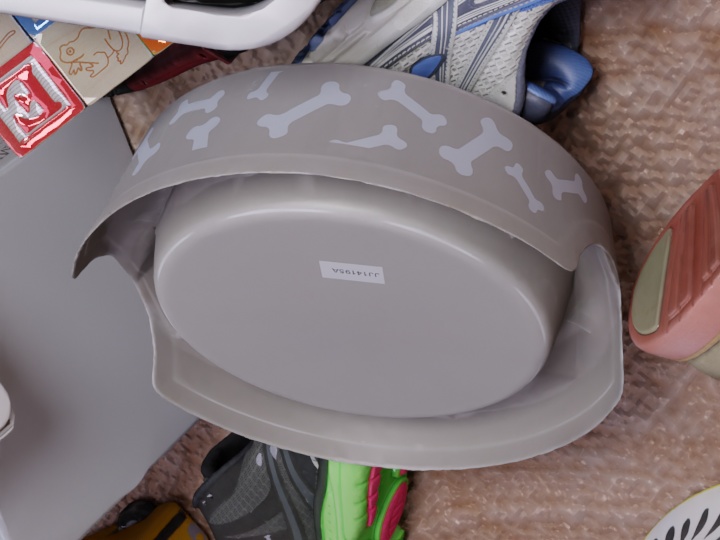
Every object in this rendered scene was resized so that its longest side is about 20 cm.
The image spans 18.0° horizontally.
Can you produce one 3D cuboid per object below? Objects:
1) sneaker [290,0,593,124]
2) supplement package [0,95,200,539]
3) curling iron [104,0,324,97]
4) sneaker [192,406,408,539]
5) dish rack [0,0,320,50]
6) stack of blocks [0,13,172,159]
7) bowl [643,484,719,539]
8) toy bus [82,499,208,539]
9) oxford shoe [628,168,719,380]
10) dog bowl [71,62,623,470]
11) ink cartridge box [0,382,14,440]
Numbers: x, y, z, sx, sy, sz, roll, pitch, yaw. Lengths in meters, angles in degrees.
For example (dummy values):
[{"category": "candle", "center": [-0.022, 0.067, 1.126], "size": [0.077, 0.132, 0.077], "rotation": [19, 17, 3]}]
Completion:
[{"category": "sneaker", "center": [0.031, -0.073, 0.798], "size": [0.085, 0.077, 0.200], "rotation": [42, 135, -4]}, {"category": "supplement package", "center": [-0.197, 0.030, 0.965], "size": [0.200, 0.152, 0.151], "rotation": [-3, 117, 35]}, {"category": "curling iron", "center": [-0.061, -0.088, 0.842], "size": [0.200, 0.050, 0.026], "rotation": [-8, 85, 54]}, {"category": "sneaker", "center": [-0.029, 0.108, 0.973], "size": [0.084, 0.077, 0.200], "rotation": [29, 123, 22]}, {"category": "dish rack", "center": [-0.098, -0.165, 0.692], "size": [0.200, 0.044, 0.172], "rotation": [9, 101, -2]}, {"category": "stack of blocks", "center": [-0.067, -0.144, 0.748], "size": [0.200, 0.059, 0.115], "rotation": [-37, 100, 7]}, {"category": "bowl", "center": [0.175, 0.185, 0.870], "size": [0.201, 0.094, 0.201], "rotation": [18, 129, 24]}, {"category": "toy bus", "center": [-0.144, 0.178, 1.095], "size": [0.200, 0.065, 0.078], "rotation": [-27, 104, 42]}, {"category": "oxford shoe", "center": [0.174, -0.027, 0.753], "size": [0.074, 0.071, 0.200], "rotation": [27, 137, -19]}, {"category": "dog bowl", "center": [0.000, 0.000, 0.814], "size": [0.200, 0.059, 0.200], "rotation": [8, 149, 5]}, {"category": "ink cartridge box", "center": [-0.246, 0.052, 0.851], "size": [0.200, 0.084, 0.146], "rotation": [-31, 98, 41]}]
